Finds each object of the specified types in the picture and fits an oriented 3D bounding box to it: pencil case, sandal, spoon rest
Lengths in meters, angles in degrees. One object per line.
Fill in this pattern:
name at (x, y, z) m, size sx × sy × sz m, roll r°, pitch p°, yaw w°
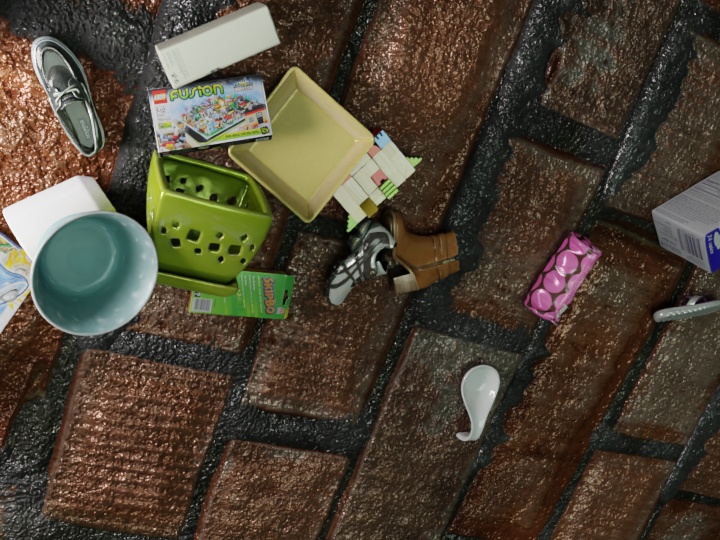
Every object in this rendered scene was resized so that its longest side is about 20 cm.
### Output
pencil case at (0.453, 0.018, 1.743) m, size 0.090 × 0.094 × 0.202 m, roll 24°, pitch 101°, yaw -27°
sandal at (0.808, 0.083, 1.925) m, size 0.198 × 0.083 × 0.051 m, roll -8°, pitch 72°, yaw -15°
spoon rest at (0.268, 0.310, 1.818) m, size 0.097 × 0.061 × 0.204 m, roll 0°, pitch 113°, yaw -20°

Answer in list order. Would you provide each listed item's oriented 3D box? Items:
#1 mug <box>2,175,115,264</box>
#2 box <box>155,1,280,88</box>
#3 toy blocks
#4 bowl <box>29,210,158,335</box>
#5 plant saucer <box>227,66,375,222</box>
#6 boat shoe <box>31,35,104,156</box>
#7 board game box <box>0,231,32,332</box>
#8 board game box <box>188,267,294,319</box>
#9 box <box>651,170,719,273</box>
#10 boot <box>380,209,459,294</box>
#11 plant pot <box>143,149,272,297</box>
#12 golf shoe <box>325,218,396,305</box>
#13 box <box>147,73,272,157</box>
mug at (-0.487, -0.068, 1.342) m, size 0.152 × 0.149 × 0.188 m, roll -35°, pitch 133°, yaw -12°
box at (-0.241, -0.380, 1.324) m, size 0.197 × 0.082 × 0.069 m, roll -25°, pitch 118°, yaw -7°
toy blocks at (0.004, -0.195, 1.496) m, size 0.199 × 0.100 × 0.137 m, roll -41°, pitch 108°, yaw 5°
bowl at (-0.432, -0.010, 1.249) m, size 0.198 × 0.105 × 0.205 m, roll -16°, pitch 118°, yaw -32°
plant saucer at (-0.106, -0.226, 1.429) m, size 0.199 × 0.048 × 0.201 m, roll 40°, pitch 95°, yaw -6°
boat shoe at (-0.470, -0.282, 1.285) m, size 0.071 × 0.071 × 0.203 m, roll -26°, pitch 118°, yaw -7°
board game box at (-0.638, 0.034, 1.312) m, size 0.135 × 0.034 × 0.202 m, roll 44°, pitch 53°, yaw -30°
board game box at (-0.231, 0.042, 1.538) m, size 0.196 × 0.030 × 0.097 m, roll 7°, pitch 110°, yaw -20°
box at (0.795, -0.112, 1.763) m, size 0.198 × 0.184 × 0.106 m, roll -29°, pitch 118°, yaw -5°
boot at (0.126, -0.052, 1.600) m, size 0.152 × 0.077 × 0.203 m, roll -18°, pitch 119°, yaw -11°
plant pot at (-0.284, -0.074, 1.377) m, size 0.197 × 0.200 × 0.184 m, roll 13°, pitch 113°, yaw -25°
golf shoe at (0.000, 0.000, 1.549) m, size 0.094 × 0.078 × 0.202 m, roll 33°, pitch 116°, yaw 12°
box at (-0.258, -0.268, 1.358) m, size 0.196 × 0.035 × 0.112 m, roll -11°, pitch 88°, yaw -12°
